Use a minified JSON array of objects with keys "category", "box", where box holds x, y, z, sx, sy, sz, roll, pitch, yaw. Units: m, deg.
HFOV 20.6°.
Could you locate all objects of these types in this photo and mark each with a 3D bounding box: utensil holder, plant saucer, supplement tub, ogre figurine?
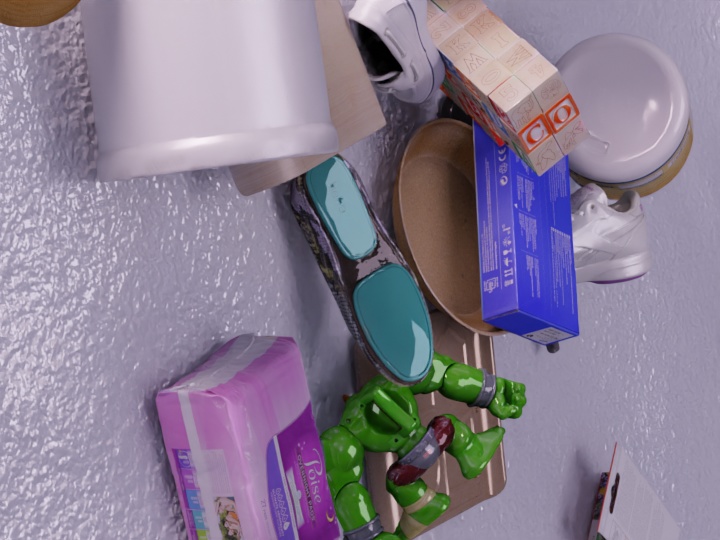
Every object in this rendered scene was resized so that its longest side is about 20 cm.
[{"category":"utensil holder","box":[-0.108,-0.170,1.354,0.169,0.169,0.202,-12,96,-59]},{"category":"plant saucer","box":[0.087,-0.035,1.773,0.199,0.035,0.202,23,58,-43]},{"category":"supplement tub","box":[0.259,-0.148,1.974,0.200,0.143,0.146,28,61,-77]},{"category":"ogre figurine","box":[0.040,0.138,1.621,0.120,0.200,0.098,46,2,-11]}]

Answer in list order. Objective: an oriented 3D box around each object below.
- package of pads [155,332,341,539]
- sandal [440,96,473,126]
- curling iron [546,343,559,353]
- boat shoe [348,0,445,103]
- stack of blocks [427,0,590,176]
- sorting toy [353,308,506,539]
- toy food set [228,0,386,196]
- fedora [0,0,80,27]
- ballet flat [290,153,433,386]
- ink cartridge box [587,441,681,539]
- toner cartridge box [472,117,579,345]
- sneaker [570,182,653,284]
[{"category":"package of pads","box":[-0.079,0.158,1.464,0.120,0.075,0.202,-35,117,-54]},{"category":"sandal","box":[0.138,-0.163,1.898,0.200,0.045,0.076,-39,121,-54]},{"category":"curling iron","box":[0.168,-0.008,1.946,0.025,0.050,0.202,-19,115,-16]},{"category":"boat shoe","box":[0.021,-0.185,1.658,0.066,0.073,0.200,-54,157,-14]},{"category":"stack of blocks","box":[0.116,-0.167,1.719,0.058,0.200,0.115,-38,135,-3]},{"category":"sorting toy","box":[0.059,0.131,1.752,0.199,0.036,0.187,-14,99,-55]},{"category":"toy food set","box":[-0.061,-0.153,1.529,0.200,0.060,0.145,-36,107,-58]},{"category":"fedora","box":[-0.241,-0.240,1.214,0.200,0.081,0.203,12,75,-53]},{"category":"ballet flat","box":[0.000,0.000,1.597,0.072,0.072,0.202,-28,94,-57]},{"category":"ink cartridge box","box":[0.278,0.277,2.096,0.200,0.050,0.110,51,46,-44]},{"category":"toner cartridge box","box":[0.149,-0.042,1.788,0.095,0.043,0.202,23,58,-45]},{"category":"sneaker","box":[0.189,-0.031,1.892,0.198,0.075,0.101,-10,104,-28]}]
